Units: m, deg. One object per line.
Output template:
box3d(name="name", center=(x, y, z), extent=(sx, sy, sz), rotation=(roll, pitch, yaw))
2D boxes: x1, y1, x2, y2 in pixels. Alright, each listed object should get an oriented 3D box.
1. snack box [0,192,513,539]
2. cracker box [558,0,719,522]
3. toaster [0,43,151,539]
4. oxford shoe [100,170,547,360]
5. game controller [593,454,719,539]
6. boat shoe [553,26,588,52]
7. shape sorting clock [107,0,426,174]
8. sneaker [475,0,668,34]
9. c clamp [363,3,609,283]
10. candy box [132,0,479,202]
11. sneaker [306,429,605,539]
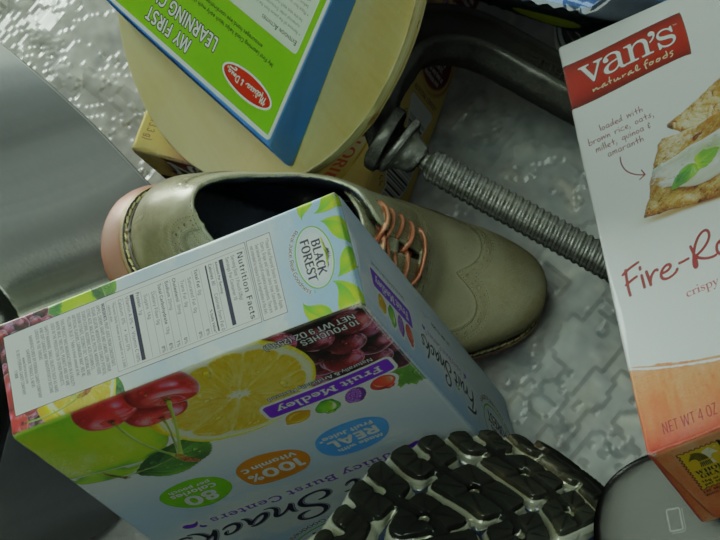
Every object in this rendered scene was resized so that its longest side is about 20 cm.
box3d(name="snack box", center=(-0.032, 0.056, 0.924), extent=(0.142, 0.200, 0.053), rotation=(-20, 60, 12))
box3d(name="cracker box", center=(0.157, -0.023, 0.865), extent=(0.133, 0.058, 0.201), rotation=(-23, 47, 17))
box3d(name="toaster", center=(-0.176, 0.011, 1.002), extent=(0.181, 0.118, 0.201), rotation=(42, 133, 26))
box3d(name="oxford shoe", center=(0.000, 0.000, 0.946), extent=(0.074, 0.199, 0.071), rotation=(-23, 66, 57))
box3d(name="game controller", center=(0.149, 0.158, 0.847), extent=(0.104, 0.042, 0.201), rotation=(-12, 77, 7))
box3d(name="boat shoe", center=(0.172, -0.135, 0.995), extent=(0.199, 0.057, 0.069), rotation=(-20, 67, 12))
box3d(name="shape sorting clock", center=(-0.037, -0.134, 0.962), extent=(0.199, 0.039, 0.201), rotation=(-6, 82, 46))
box3d(name="sneaker", center=(0.054, -0.149, 0.976), extent=(0.199, 0.066, 0.079), rotation=(20, 91, 23))
box3d(name="c clamp", center=(0.079, -0.034, 0.948), extent=(0.200, 0.027, 0.171), rotation=(33, 45, 8))
box3d(name="candy box", center=(-0.010, -0.124, 1.057), extent=(0.116, 0.056, 0.201), rotation=(16, 80, 22))
box3d(name="sneaker", center=(0.012, 0.131, 0.892), extent=(0.199, 0.089, 0.079), rotation=(-25, 42, -21))
